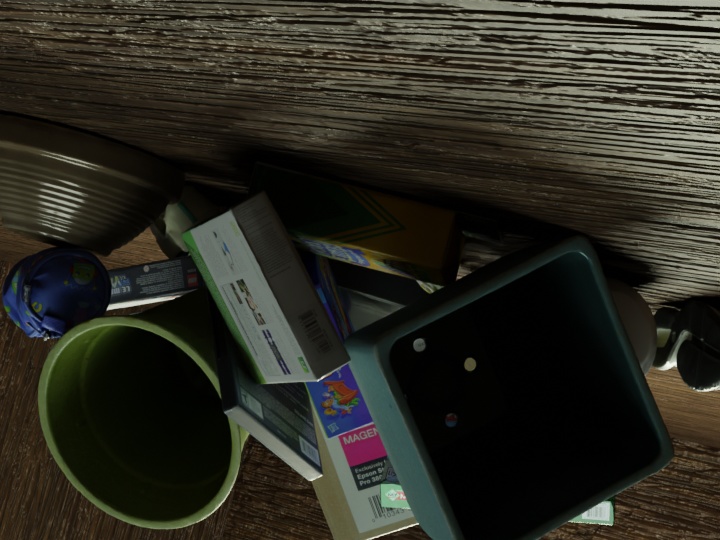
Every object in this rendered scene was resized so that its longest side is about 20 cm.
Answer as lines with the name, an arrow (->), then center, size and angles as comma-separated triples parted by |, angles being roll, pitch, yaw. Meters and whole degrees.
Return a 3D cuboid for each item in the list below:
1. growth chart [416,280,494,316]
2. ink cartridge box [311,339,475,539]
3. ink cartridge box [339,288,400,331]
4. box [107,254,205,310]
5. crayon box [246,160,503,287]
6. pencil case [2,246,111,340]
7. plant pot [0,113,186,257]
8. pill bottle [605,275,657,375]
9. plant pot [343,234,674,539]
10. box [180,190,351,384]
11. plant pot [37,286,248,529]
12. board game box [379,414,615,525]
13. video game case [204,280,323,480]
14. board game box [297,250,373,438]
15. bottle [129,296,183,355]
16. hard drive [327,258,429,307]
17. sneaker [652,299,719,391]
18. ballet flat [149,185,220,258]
growth chart -> 0.069, 0.015, 1.563 | 0.200, 0.018, 0.145 | 39, 174, 5
ink cartridge box -> 0.044, 0.158, 1.685 | 0.199, 0.166, 0.075 | -19, -163, 6
ink cartridge box -> -0.007, 0.082, 1.810 | 0.087, 0.146, 0.200 | 19, -167, -11
box -> -0.213, 0.014, 1.736 | 0.199, 0.035, 0.110 | -10, 178, 26
crayon box -> 0.013, -0.032, 1.419 | 0.199, 0.052, 0.126 | 14, 174, 9
pencil case -> -0.285, 0.023, 1.606 | 0.078, 0.087, 0.200 | 28, 171, -15
plant pot -> -0.266, -0.070, 1.572 | 0.199, 0.093, 0.201 | 16, 174, 2
pill bottle -> 0.198, 0.062, 1.541 | 0.108, 0.110, 0.200 | 15, 174, -3
plant pot -> 0.096, 0.096, 1.396 | 0.195, 0.197, 0.200 | -26, -170, -16
box -> -0.079, 0.018, 1.366 | 0.036, 0.145, 0.200 | -28, -176, -18
plant pot -> -0.160, 0.101, 1.574 | 0.199, 0.201, 0.190 | 13, -155, 18
board game box -> 0.125, 0.161, 1.511 | 0.198, 0.029, 0.135 | 3, -146, 10
video game case -> -0.088, 0.070, 1.525 | 0.019, 0.201, 0.143 | -26, 139, 16
board game box -> -0.038, 0.044, 1.534 | 0.044, 0.135, 0.200 | -20, -161, 2
bottle -> -0.128, 0.051, 1.712 | 0.198, 0.066, 0.084 | -8, -179, 2
hard drive -> 0.000, 0.000, 1.705 | 0.199, 0.038, 0.140 | 17, -176, -13
sneaker -> 0.335, 0.068, 1.526 | 0.114, 0.076, 0.200 | 7, -177, -7
ballet flat -> -0.178, -0.051, 1.721 | 0.069, 0.070, 0.200 | 16, 172, -12
